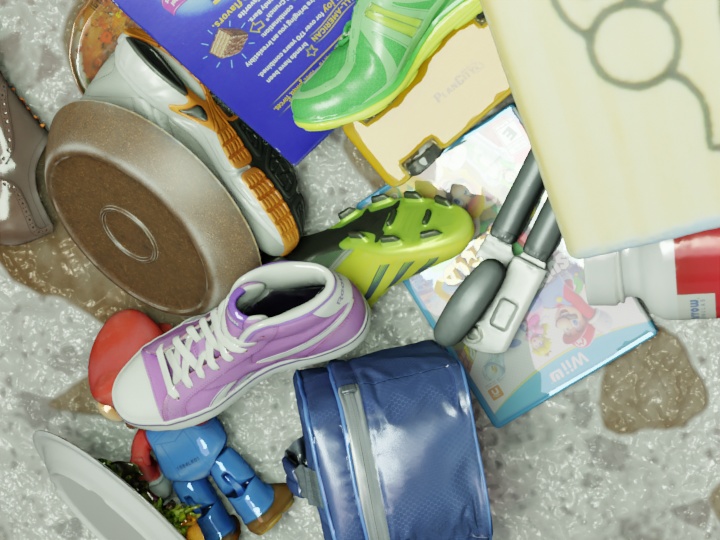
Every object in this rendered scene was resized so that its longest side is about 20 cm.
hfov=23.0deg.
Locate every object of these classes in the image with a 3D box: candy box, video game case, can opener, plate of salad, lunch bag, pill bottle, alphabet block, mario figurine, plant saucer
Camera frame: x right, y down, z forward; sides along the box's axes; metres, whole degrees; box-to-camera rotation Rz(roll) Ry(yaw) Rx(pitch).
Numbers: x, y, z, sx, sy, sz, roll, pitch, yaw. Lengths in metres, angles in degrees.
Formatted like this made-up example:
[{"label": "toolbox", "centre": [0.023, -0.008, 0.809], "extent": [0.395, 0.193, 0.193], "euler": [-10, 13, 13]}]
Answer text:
[{"label": "candy box", "centre": [-0.062, -0.203, 1.257], "extent": [0.169, 0.077, 0.200], "euler": [-44, 111, 10]}, {"label": "video game case", "centre": [0.108, -0.002, 1.316], "extent": [0.143, 0.018, 0.200], "euler": [-32, 90, 14]}, {"label": "can opener", "centre": [0.120, -0.028, 1.271], "extent": [0.053, 0.066, 0.200], "euler": [28, 98, 9]}, {"label": "plate of salad", "centre": [-0.167, 0.184, 1.334], "extent": [0.200, 0.200, 0.048], "euler": [40, 69, 4]}, {"label": "lunch bag", "centre": [0.010, 0.129, 1.270], "extent": [0.132, 0.200, 0.136], "euler": [-10, 94, -5]}, {"label": "pill bottle", "centre": [0.256, -0.023, 1.230], "extent": [0.200, 0.112, 0.112], "euler": [-3, 97, 12]}, {"label": "alphabet block", "centre": [0.197, -0.151, 1.102], "extent": [0.195, 0.196, 0.200], "euler": [-14, 112, 17]}, {"label": "mario figurine", "centre": [-0.132, 0.114, 1.370], "extent": [0.123, 0.106, 0.200], "euler": [-35, 101, -19]}, {"label": "plant saucer", "centre": [-0.161, -0.035, 1.296], "extent": [0.200, 0.034, 0.200], "euler": [28, 145, 21]}]

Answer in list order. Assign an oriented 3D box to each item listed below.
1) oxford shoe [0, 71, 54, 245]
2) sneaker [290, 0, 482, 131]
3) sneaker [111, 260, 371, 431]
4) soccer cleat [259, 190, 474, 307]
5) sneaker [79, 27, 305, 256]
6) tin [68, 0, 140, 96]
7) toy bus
[{"label": "oxford shoe", "centre": [-0.281, -0.118, 1.372], "extent": [0.072, 0.071, 0.200], "euler": [-8, 94, -15]}, {"label": "sneaker", "centre": [0.019, -0.177, 1.202], "extent": [0.200, 0.074, 0.084], "euler": [-46, 115, -1]}, {"label": "sneaker", "centre": [-0.099, 0.045, 1.240], "extent": [0.200, 0.114, 0.073], "euler": [-26, 69, 7]}, {"label": "soccer cleat", "centre": [0.000, 0.000, 1.314], "extent": [0.200, 0.065, 0.084], "euler": [-16, 124, 24]}, {"label": "sneaker", "centre": [-0.125, -0.080, 1.304], "extent": [0.092, 0.076, 0.200], "euler": [-43, 85, 26]}, {"label": "tin", "centre": [-0.136, -0.198, 1.333], "extent": [0.112, 0.042, 0.200], "euler": [43, 105, 8]}, {"label": "toy bus", "centre": [0.082, -0.147, 1.263], "extent": [0.200, 0.078, 0.065], "euler": [-40, 93, 11]}]
